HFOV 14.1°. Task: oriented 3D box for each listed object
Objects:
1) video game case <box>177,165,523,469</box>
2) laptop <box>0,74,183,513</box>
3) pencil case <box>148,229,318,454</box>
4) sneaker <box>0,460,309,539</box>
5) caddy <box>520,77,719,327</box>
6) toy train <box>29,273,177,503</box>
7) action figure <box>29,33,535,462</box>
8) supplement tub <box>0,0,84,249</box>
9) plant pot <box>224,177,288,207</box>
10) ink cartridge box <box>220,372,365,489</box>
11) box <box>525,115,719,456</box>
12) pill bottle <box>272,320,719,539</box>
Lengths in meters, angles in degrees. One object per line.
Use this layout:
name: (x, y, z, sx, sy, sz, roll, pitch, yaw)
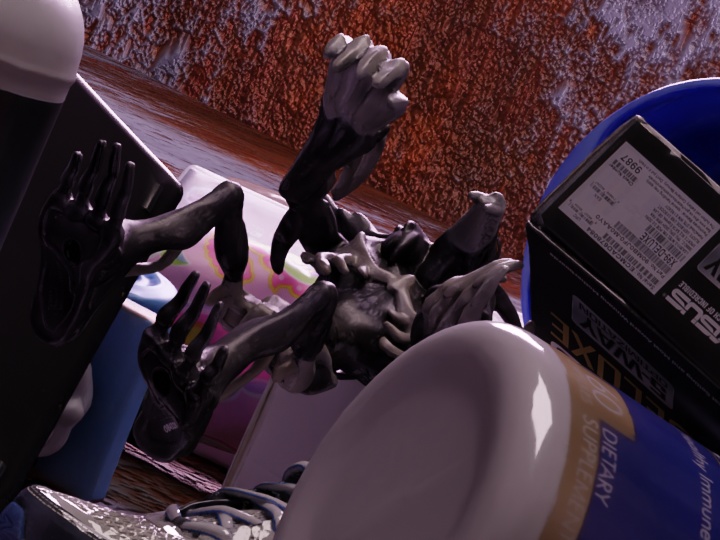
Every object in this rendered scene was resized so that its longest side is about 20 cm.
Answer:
video game case: (-0.016, 0.037, 1.247, 0.199, 0.023, 0.182, 24, 31, 5)
laptop: (-0.188, -0.019, 0.935, 0.200, 0.116, 0.188, 46, 38, -17)
pencil case: (-0.079, 0.016, 1.137, 0.199, 0.088, 0.087, 16, 4, 7)
sneaker: (-0.013, 0.083, 0.844, 0.199, 0.086, 0.077, 20, 6, -32)
caddy: (0.152, 0.017, 1.049, 0.200, 0.142, 0.105, 29, 2, 33)
toy train: (-0.153, 0.010, 1.005, 0.199, 0.087, 0.114, 28, 15, 21)
action figure: (0.000, 0.000, 0.885, 0.200, 0.102, 0.119, -7, 52, -52)
supplement tub: (-0.154, -0.032, 0.725, 0.140, 0.201, 0.140, 23, 5, -2)
plant pot: (-0.039, 0.017, 1.393, 0.200, 0.093, 0.201, 23, 6, -2)
ink cartridge box: (0.046, 0.093, 1.031, 0.145, 0.084, 0.200, 26, 5, 17)
box: (0.138, 0.058, 0.897, 0.200, 0.050, 0.158, 43, -12, 15)
pill bottle: (0.081, 0.108, 0.782, 0.200, 0.116, 0.116, 33, 1, -24)
